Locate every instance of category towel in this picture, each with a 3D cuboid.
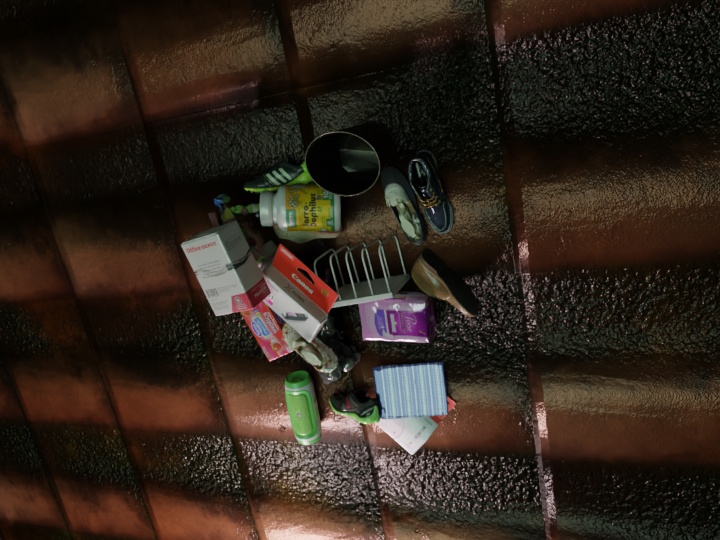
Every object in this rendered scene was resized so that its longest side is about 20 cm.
[{"bbox_3d":[0.133,0.320,1.656,0.195,0.024,0.149,-6,97,14],"label":"towel"}]

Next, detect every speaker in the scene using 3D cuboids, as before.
[{"bbox_3d":[-0.166,0.399,1.808,0.086,0.088,0.205,-1,110,24],"label":"speaker"}]

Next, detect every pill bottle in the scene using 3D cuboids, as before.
[{"bbox_3d":[-0.206,0.026,1.664,0.201,0.110,0.109,49,120,-1],"label":"pill bottle"},{"bbox_3d":[-0.146,-0.154,1.528,0.194,0.113,0.116,0,112,-2],"label":"pill bottle"}]

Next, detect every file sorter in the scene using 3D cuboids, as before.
[{"bbox_3d":[0.000,0.000,1.548,0.196,0.139,0.127,-11,103,26],"label":"file sorter"}]

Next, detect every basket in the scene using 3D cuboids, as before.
[{"bbox_3d":[-0.004,-0.263,1.409,0.176,0.200,0.139,8,114,21],"label":"basket"}]

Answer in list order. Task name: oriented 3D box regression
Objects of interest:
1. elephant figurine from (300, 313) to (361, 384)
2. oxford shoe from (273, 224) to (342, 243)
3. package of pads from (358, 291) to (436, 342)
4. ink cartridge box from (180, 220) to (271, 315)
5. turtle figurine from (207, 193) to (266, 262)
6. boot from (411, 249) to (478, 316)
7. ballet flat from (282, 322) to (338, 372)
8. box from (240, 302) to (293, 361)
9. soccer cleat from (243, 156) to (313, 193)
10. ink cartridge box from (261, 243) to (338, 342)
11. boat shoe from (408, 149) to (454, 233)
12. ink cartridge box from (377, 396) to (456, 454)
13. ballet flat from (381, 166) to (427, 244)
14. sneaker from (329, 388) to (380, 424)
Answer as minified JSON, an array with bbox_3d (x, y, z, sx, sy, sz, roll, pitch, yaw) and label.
[{"bbox_3d":[-0.098,0.191,1.680,0.154,0.142,0.201,-38,89,-2],"label":"elephant figurine"},{"bbox_3d":[-0.136,-0.108,1.617,0.195,0.072,0.075,10,140,18],"label":"oxford shoe"},{"bbox_3d":[0.092,0.119,1.589,0.195,0.076,0.123,0,113,23],"label":"package of pads"},{"bbox_3d":[-0.329,-0.004,1.519,0.142,0.084,0.204,-11,110,36],"label":"ink cartridge box"},{"bbox_3d":[-0.293,-0.104,1.606,0.141,0.200,0.198,-20,81,6],"label":"turtle figurine"},{"bbox_3d":[0.206,0.046,1.519,0.200,0.073,0.076,46,128,12],"label":"boot"},{"bbox_3d":[-0.141,0.194,1.605,0.198,0.063,0.077,30,111,27],"label":"ballet flat"},{"bbox_3d":[-0.249,0.135,1.733,0.098,0.095,0.203,-25,99,30],"label":"box"},{"bbox_3d":[-0.207,-0.243,1.587,0.195,0.067,0.083,-7,91,14],"label":"soccer cleat"},{"bbox_3d":[-0.163,0.059,1.542,0.199,0.044,0.175,40,138,8],"label":"ink cartridge box"},{"bbox_3d":[0.158,-0.172,1.437,0.069,0.091,0.205,-13,105,27],"label":"boat shoe"},{"bbox_3d":[0.139,0.383,1.689,0.162,0.057,0.201,39,125,6],"label":"ink cartridge box"},{"bbox_3d":[0.102,-0.151,1.483,0.072,0.073,0.203,-21,100,29],"label":"ballet flat"},{"bbox_3d":[-0.011,0.365,1.718,0.197,0.076,0.086,5,88,48],"label":"sneaker"}]
